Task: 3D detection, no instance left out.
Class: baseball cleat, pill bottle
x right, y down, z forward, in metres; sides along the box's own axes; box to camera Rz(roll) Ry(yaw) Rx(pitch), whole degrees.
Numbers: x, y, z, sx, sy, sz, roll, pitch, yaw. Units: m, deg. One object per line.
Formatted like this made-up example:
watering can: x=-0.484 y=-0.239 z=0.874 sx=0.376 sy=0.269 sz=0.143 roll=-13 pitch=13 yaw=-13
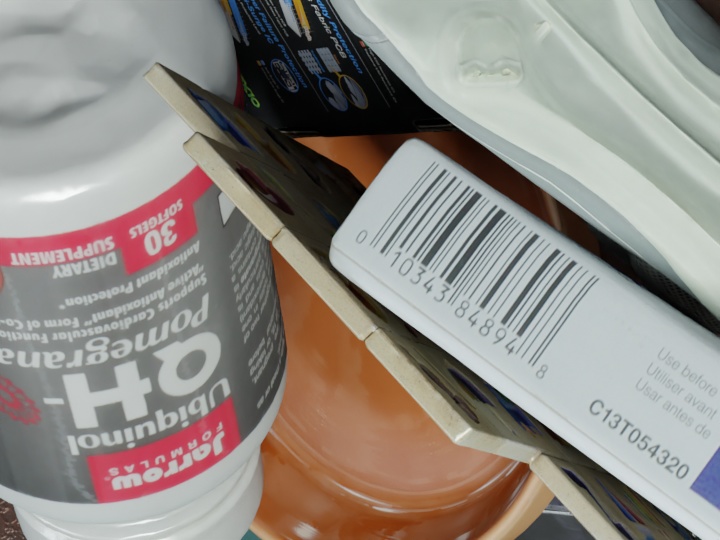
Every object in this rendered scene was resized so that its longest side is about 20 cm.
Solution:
baseball cleat: x=0.048 y=-0.042 z=0.665 sx=0.200 sy=0.070 sz=0.106 roll=46 pitch=171 yaw=-9
pill bottle: x=-0.080 y=0.006 z=0.863 sx=0.111 sy=0.111 sz=0.200 roll=48 pitch=158 yaw=37

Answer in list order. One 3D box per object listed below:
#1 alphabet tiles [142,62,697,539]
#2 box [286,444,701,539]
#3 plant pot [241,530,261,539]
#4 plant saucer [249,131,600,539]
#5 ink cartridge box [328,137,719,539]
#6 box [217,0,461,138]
alphabet tiles: x=0.020 y=0.016 z=0.760 sx=0.167 sy=0.008 sz=0.200 roll=47 pitch=-173 yaw=17
box: x=0.068 y=0.127 z=1.026 sx=0.143 sy=0.036 sz=0.200 roll=6 pitch=143 yaw=23
plant pot: x=-0.017 y=0.090 z=1.221 sx=0.200 sy=0.141 sz=0.141 roll=59 pitch=171 yaw=26
plant saucer: x=0.000 y=0.000 z=0.921 sx=0.200 sy=0.032 sz=0.201 roll=12 pitch=108 yaw=41
ink cartridge box: x=0.111 y=0.060 z=0.696 sx=0.196 sy=0.043 sz=0.200 roll=36 pitch=-178 yaw=34
box: x=-0.030 y=-0.129 z=0.777 sx=0.198 sy=0.050 sz=0.200 roll=-1 pitch=124 yaw=60
